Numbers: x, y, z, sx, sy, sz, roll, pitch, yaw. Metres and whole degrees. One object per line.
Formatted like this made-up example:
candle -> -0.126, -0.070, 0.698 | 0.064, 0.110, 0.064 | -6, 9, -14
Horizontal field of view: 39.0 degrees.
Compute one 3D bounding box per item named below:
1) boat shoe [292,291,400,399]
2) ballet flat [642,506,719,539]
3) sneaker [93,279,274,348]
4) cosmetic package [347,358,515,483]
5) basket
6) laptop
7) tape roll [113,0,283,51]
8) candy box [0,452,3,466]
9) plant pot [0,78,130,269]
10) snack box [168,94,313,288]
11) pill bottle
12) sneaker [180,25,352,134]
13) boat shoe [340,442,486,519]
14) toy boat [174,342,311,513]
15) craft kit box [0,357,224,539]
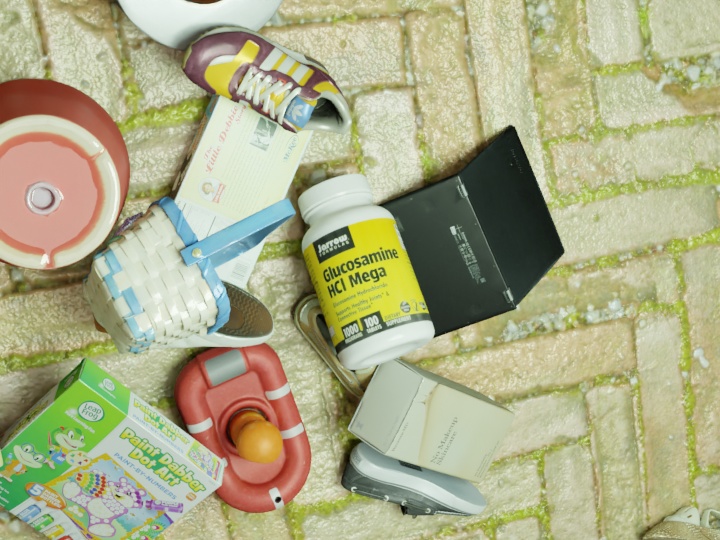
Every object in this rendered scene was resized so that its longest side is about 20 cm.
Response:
boat shoe -> 0.000, 0.109, 1.212 | 0.200, 0.076, 0.072 | 41, 86, -23
ballet flat -> 0.487, 0.375, 1.464 | 0.199, 0.070, 0.066 | 15, 68, -25
sneaker -> -0.198, 0.053, 1.134 | 0.199, 0.085, 0.073 | 12, 56, -22
cosmetic package -> 0.090, 0.182, 1.226 | 0.199, 0.073, 0.104 | 25, 92, -46
basket -> -0.170, -0.006, 1.017 | 0.199, 0.176, 0.140 | -25, 86, -25
laptop -> 0.134, -0.045, 1.266 | 0.199, 0.116, 0.188 | -21, 109, 15
tape roll -> -0.168, -0.330, 1.036 | 0.199, 0.066, 0.202 | -13, 123, -21
candy box -> -0.443, 0.116, 1.033 | 0.115, 0.055, 0.202 | -2, 104, 17
plant pot -> -0.317, -0.086, 1.000 | 0.199, 0.177, 0.202 | -5, 103, -19
snack box -> -0.145, -0.093, 1.137 | 0.116, 0.037, 0.201 | 23, 93, -24
pill bottle -> 0.000, 0.000, 1.138 | 0.112, 0.112, 0.201 | -16, 77, -16
sneaker -> -0.092, -0.194, 1.071 | 0.199, 0.090, 0.075 | 4, 130, -42
boat shoe -> 0.064, 0.279, 1.280 | 0.199, 0.070, 0.067 | 22, 110, -26
toy boat -> -0.124, 0.185, 1.152 | 0.130, 0.131, 0.201 | -23, 108, -14
craft kit box -> -0.286, 0.219, 1.105 | 0.197, 0.049, 0.200 | -41, 113, 17
